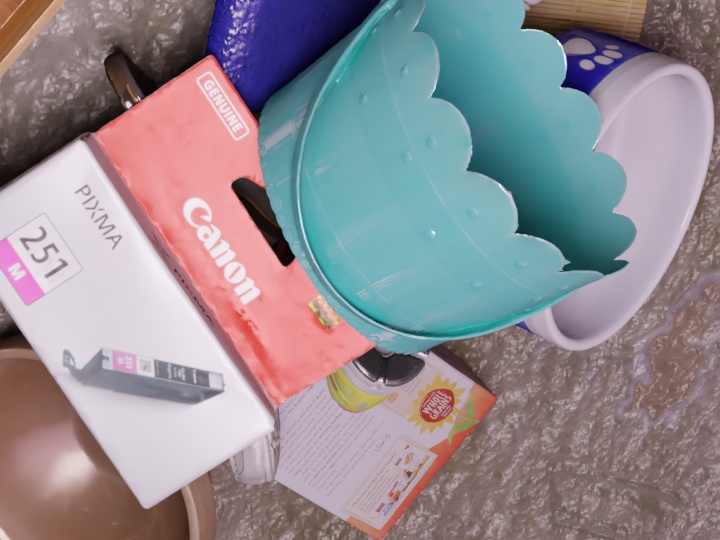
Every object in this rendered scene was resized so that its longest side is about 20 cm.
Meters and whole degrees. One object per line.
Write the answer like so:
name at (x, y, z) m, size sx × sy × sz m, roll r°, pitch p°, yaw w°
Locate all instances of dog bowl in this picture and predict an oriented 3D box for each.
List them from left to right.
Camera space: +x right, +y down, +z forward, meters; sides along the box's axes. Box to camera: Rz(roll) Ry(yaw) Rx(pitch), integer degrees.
dog bowl at (0.146, -0.053, 1.354) m, size 0.200 × 0.079 × 0.201 m, roll -37°, pitch 141°, yaw -37°

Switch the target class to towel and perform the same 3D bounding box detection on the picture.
towel at (-0.030, -0.195, 1.224) m, size 0.147 × 0.049 × 0.201 m, roll -14°, pitch 126°, yaw -49°

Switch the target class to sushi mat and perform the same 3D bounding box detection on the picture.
sushi mat at (0.110, -0.197, 1.340) m, size 0.199 × 0.012 × 0.096 m, roll 2°, pitch 119°, yaw -28°

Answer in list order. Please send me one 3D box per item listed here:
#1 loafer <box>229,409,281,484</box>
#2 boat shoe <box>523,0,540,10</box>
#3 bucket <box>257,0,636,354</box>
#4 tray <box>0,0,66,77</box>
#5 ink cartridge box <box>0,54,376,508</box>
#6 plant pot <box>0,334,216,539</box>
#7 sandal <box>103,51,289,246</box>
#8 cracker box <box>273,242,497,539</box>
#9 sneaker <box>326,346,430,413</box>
loafer at (-0.099, 0.040, 1.304) m, size 0.070 × 0.070 × 0.201 m, roll -16°, pitch 88°, yaw 3°
boat shoe at (0.085, -0.189, 1.279) m, size 0.074 × 0.068 × 0.200 m, roll 30°, pitch 103°, yaw -37°
bucket at (0.047, -0.058, 1.186) m, size 0.135 × 0.208 × 0.207 m, roll -30°, pitch 134°, yaw 27°
tray at (-0.260, -0.183, 1.142) m, size 0.099 × 0.037 × 0.200 m, roll -48°, pitch 129°, yaw 6°
ink cartridge box at (-0.104, 0.007, 1.182) m, size 0.173 × 0.044 × 0.200 m, roll -32°, pitch 99°, yaw 7°
plant pot at (-0.167, 0.120, 1.314) m, size 0.093 × 0.200 × 0.201 m, roll -44°, pitch 146°, yaw -54°
sandal at (-0.083, -0.080, 1.266) m, size 0.055 × 0.082 × 0.200 m, roll -43°, pitch 131°, yaw 10°
cracker box at (-0.019, 0.084, 1.418) m, size 0.134 × 0.058 × 0.200 m, roll -50°, pitch 129°, yaw 6°
sneaker at (0.000, 0.000, 1.316) m, size 0.078 × 0.201 × 0.090 m, roll 12°, pitch 147°, yaw -11°
